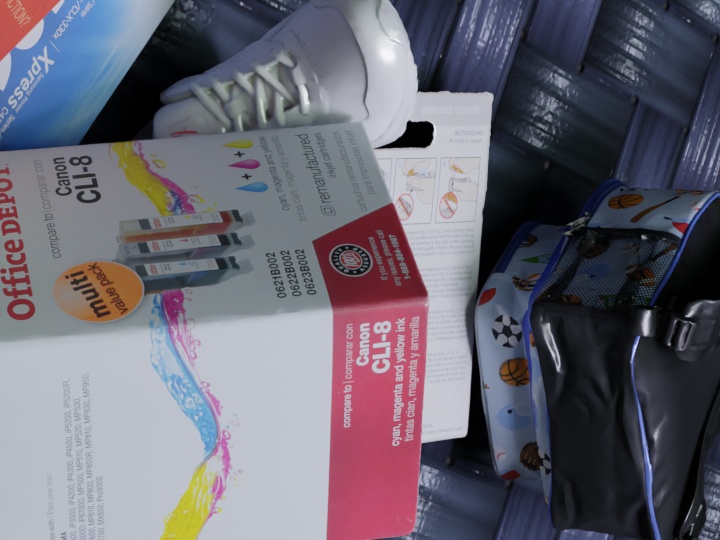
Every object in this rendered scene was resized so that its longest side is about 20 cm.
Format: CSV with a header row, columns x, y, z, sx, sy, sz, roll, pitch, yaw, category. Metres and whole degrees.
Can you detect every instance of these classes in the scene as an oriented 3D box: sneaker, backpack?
x,y,z,sx,sy,sz,roll,pitch,yaw,category
-0.047,-0.076,1.274,0.099,0.200,0.078,-20,82,-34,sneaker
0.157,0.043,1.537,0.191,0.154,0.200,-48,145,-43,backpack

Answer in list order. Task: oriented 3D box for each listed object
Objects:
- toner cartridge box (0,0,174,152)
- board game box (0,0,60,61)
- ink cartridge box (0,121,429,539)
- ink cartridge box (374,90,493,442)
x,y,z,sx,sy,sz,roll,pitch,yaw,category
-0.144,-0.133,1.252,0.200,0.043,0.095,-59,137,-18,toner cartridge box
-0.206,-0.100,1.104,0.200,0.040,0.153,-47,166,-7,board game box
-0.083,0.035,1.206,0.199,0.145,0.145,-6,129,-11,ink cartridge box
0.000,0.000,1.449,0.161,0.050,0.201,-4,98,-47,ink cartridge box
